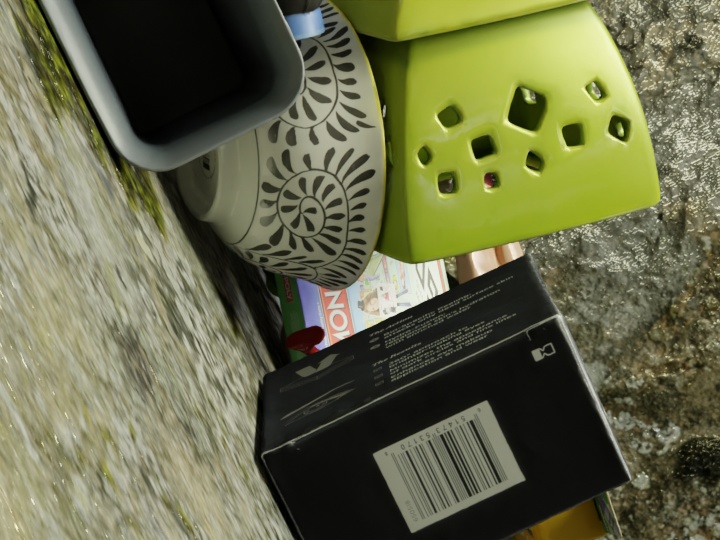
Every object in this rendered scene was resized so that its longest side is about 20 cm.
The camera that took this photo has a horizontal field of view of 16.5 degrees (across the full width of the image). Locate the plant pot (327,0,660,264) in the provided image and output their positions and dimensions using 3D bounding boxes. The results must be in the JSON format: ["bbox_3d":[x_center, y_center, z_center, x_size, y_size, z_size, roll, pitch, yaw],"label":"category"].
[{"bbox_3d":[0.067,-0.126,1.686,0.199,0.200,0.182,27,-52,61],"label":"plant pot"}]

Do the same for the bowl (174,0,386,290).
[{"bbox_3d":[-0.067,-0.080,1.654,0.201,0.094,0.201,30,-57,59],"label":"bowl"}]

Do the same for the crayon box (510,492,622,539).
[{"bbox_3d":[0.122,0.134,1.805,0.200,0.051,0.126,176,-104,-79],"label":"crayon box"}]

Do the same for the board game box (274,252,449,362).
[{"bbox_3d":[0.000,0.000,1.794,0.029,0.134,0.201,-23,-105,52],"label":"board game box"}]

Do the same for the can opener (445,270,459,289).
[{"bbox_3d":[0.029,0.047,1.936,0.066,0.053,0.200,40,-22,3],"label":"can opener"}]

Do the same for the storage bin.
[{"bbox_3d":[-0.123,-0.173,1.517,0.200,0.145,0.134,64,-6,-7],"label":"storage bin"}]

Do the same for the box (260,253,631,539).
[{"bbox_3d":[0.049,0.096,1.548,0.200,0.196,0.118,-98,163,-78],"label":"box"}]

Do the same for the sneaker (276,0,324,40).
[{"bbox_3d":[-0.101,-0.200,1.624,0.070,0.200,0.078,-22,116,-47],"label":"sneaker"}]

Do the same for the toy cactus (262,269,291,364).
[{"bbox_3d":[-0.030,0.023,1.855,0.165,0.102,0.200,-97,174,-45],"label":"toy cactus"}]

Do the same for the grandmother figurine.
[{"bbox_3d":[0.083,-0.061,1.862,0.121,0.060,0.201,46,32,-74],"label":"grandmother figurine"}]

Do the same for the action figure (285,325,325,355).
[{"bbox_3d":[0.045,0.099,1.710,0.200,0.099,0.065,30,64,-43],"label":"action figure"}]
